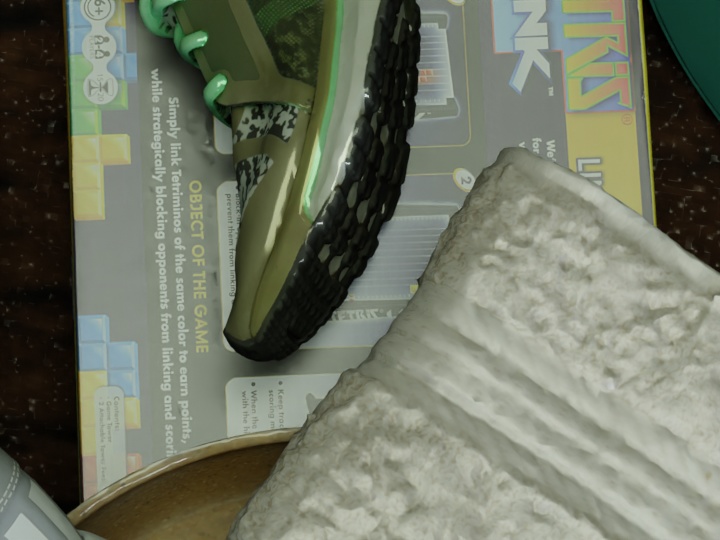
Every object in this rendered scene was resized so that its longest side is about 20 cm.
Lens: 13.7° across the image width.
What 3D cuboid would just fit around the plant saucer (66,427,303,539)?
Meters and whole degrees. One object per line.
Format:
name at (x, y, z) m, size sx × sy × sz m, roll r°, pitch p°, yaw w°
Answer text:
plant saucer at (-0.018, 0.132, 0.787) m, size 0.200 × 0.035 × 0.201 m, roll -3°, pitch 104°, yaw -11°

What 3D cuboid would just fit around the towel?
towel at (0.080, 0.075, 0.732) m, size 0.200 × 0.034 × 0.133 m, roll 36°, pitch 72°, yaw 4°

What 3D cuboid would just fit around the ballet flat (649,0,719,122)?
ballet flat at (0.148, -0.040, 0.865) m, size 0.069 × 0.069 × 0.200 m, roll -28°, pitch 84°, yaw -7°

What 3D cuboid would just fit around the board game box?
board game box at (0.000, 0.000, 0.848) m, size 0.165 × 0.057 × 0.201 m, roll -1°, pitch 79°, yaw -5°

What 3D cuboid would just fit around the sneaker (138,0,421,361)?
sneaker at (-0.030, -0.073, 0.805) m, size 0.088 × 0.077 × 0.201 m, roll 4°, pitch 73°, yaw 11°

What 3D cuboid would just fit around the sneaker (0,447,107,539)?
sneaker at (-0.161, 0.088, 0.700) m, size 0.200 × 0.075 × 0.116 m, roll -31°, pitch 119°, yaw 5°
